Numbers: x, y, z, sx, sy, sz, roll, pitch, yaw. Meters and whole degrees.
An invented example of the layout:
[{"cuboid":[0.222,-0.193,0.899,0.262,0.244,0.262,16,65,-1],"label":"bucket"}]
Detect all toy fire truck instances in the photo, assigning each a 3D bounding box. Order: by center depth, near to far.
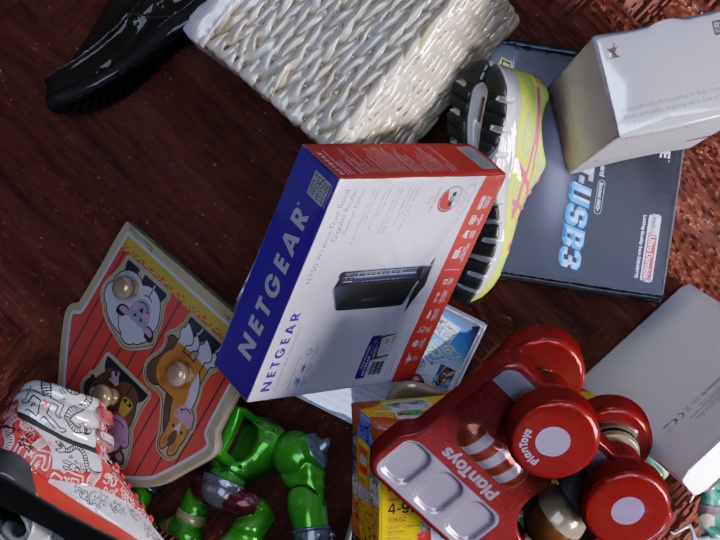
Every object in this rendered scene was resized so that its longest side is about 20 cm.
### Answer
[{"cuboid":[0.126,0.153,1.233,0.168,0.112,0.200,-39,112,18],"label":"toy fire truck"}]

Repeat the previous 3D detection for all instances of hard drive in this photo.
[{"cuboid":[0.264,0.090,1.325,0.132,0.200,0.026,-42,113,-1],"label":"hard drive"}]

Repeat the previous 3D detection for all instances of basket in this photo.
[{"cuboid":[0.003,-0.196,1.300,0.161,0.198,0.200,41,95,12],"label":"basket"}]

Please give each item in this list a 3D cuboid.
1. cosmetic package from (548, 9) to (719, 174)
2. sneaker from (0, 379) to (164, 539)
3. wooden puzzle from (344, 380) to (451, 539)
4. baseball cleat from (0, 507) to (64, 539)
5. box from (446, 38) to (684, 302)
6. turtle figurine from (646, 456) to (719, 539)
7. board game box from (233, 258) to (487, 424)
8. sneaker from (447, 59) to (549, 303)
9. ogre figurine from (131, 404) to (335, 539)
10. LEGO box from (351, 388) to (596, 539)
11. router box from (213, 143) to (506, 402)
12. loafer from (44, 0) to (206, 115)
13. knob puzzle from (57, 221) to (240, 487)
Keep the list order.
[{"cuboid":[0.220,-0.135,1.277,0.112,0.200,0.082,-13,88,-2],"label":"cosmetic package"},{"cuboid":[-0.203,0.169,1.320,0.201,0.067,0.108,37,50,-21],"label":"sneaker"},{"cuboid":[0.078,0.202,1.378,0.184,0.046,0.201,17,94,-20],"label":"wooden puzzle"},{"cuboid":[-0.238,0.227,1.358,0.200,0.106,0.070,33,95,0],"label":"baseball cleat"},{"cuboid":[0.169,-0.085,1.398,0.197,0.050,0.201,9,90,1],"label":"box"},{"cuboid":[0.292,0.144,1.366,0.199,0.150,0.101,-29,51,-12],"label":"turtle figurine"},{"cuboid":[-0.010,0.057,1.400,0.199,0.035,0.127,27,90,-1],"label":"board game box"},{"cuboid":[0.112,-0.069,1.339,0.078,0.090,0.201,27,113,37],"label":"sneaker"},{"cuboid":[-0.101,0.174,1.363,0.199,0.098,0.120,14,83,43],"label":"ogre figurine"},{"cuboid":[0.096,0.177,1.313,0.199,0.077,0.150,-3,101,-18],"label":"LEGO box"},{"cuboid":[0.000,0.000,1.266,0.049,0.179,0.201,44,123,35],"label":"router box"},{"cuboid":[-0.187,-0.203,1.386,0.200,0.073,0.071,-37,85,-9],"label":"loafer"},{"cuboid":[-0.186,0.089,1.353,0.219,0.030,0.221,-2,86,33],"label":"knob puzzle"}]
